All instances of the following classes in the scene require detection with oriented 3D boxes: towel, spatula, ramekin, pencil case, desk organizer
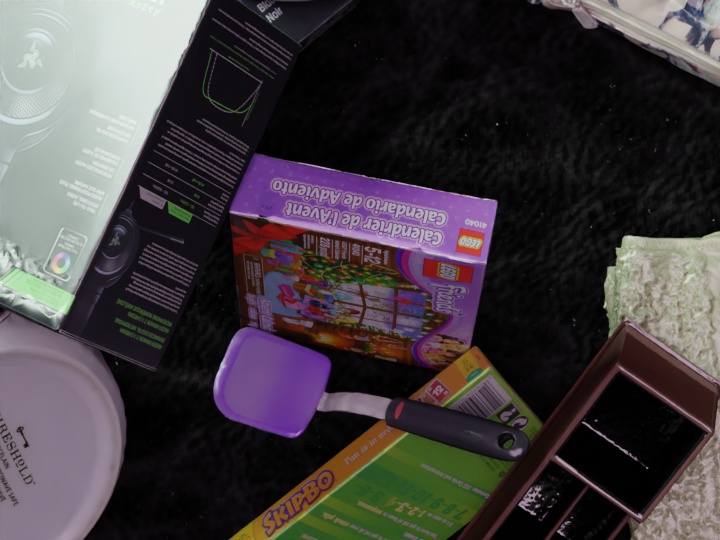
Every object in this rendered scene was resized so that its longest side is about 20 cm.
[{"bbox_3d":[0.218,0.076,1.362,0.148,0.036,0.201,-3,92,5],"label":"towel"},{"bbox_3d":[0.005,0.078,1.315,0.199,0.021,0.057,12,69,31],"label":"spatula"},{"bbox_3d":[-0.223,0.094,1.306,0.202,0.094,0.203,-16,122,-26],"label":"ramekin"},{"bbox_3d":[0.196,-0.145,1.333,0.200,0.078,0.090,27,68,2],"label":"pencil case"},{"bbox_3d":[0.118,0.133,1.321,0.072,0.077,0.200,35,109,0],"label":"desk organizer"}]

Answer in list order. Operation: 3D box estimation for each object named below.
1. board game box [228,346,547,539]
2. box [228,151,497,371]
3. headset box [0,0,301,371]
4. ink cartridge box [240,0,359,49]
[{"bbox_3d":[0.014,0.135,1.354,0.200,0.030,0.096,-40,133,2],"label":"board game box"},{"bbox_3d":[0.000,0.000,1.292,0.136,0.200,0.039,11,71,3],"label":"box"},{"bbox_3d":[-0.156,-0.064,1.203,0.174,0.093,0.201,23,87,32],"label":"headset box"},{"bbox_3d":[-0.131,-0.175,1.336,0.198,0.043,0.200,-41,88,-20],"label":"ink cartridge box"}]
